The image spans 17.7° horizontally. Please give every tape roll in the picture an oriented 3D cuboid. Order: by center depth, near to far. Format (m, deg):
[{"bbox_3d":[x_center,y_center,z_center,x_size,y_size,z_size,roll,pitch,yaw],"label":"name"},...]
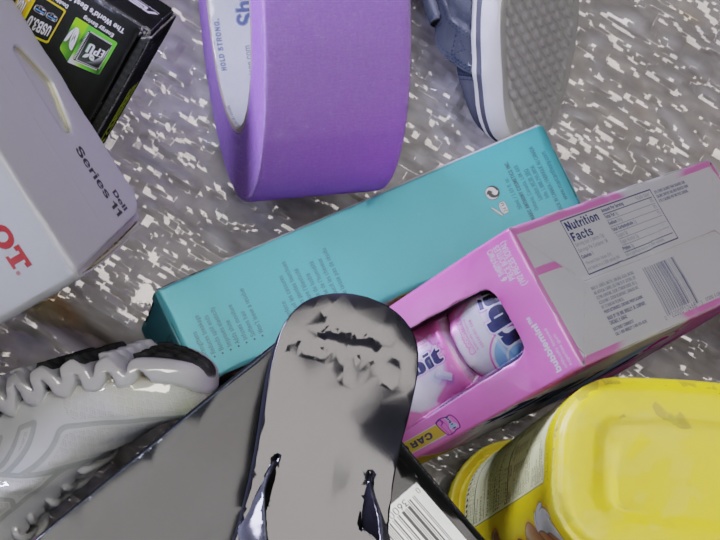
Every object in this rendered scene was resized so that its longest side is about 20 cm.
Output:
[{"bbox_3d":[-0.030,-0.133,1.050,0.066,0.200,0.200,-6,78,-11],"label":"tape roll"}]

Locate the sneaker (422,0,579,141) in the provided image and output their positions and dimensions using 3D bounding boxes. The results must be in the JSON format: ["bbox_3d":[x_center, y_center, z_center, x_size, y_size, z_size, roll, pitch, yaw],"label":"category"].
[{"bbox_3d":[0.059,-0.161,1.141,0.079,0.078,0.200,1,89,34],"label":"sneaker"}]

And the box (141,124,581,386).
[{"bbox_3d":[0.000,0.000,1.084,0.200,0.082,0.049,-24,82,-14],"label":"box"}]

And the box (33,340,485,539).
[{"bbox_3d":[-0.054,0.131,0.981,0.149,0.200,0.124,-39,86,-17],"label":"box"}]

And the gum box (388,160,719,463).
[{"bbox_3d":[0.085,0.020,1.025,0.200,0.113,0.066,-18,77,-54],"label":"gum box"}]

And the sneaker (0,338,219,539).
[{"bbox_3d":[-0.148,0.081,1.020,0.200,0.075,0.081,-16,88,21],"label":"sneaker"}]

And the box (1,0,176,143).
[{"bbox_3d":[-0.212,-0.086,1.031,0.200,0.048,0.193,33,113,-1],"label":"box"}]

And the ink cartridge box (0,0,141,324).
[{"bbox_3d":[-0.217,-0.026,0.985,0.200,0.083,0.147,-29,101,21],"label":"ink cartridge box"}]

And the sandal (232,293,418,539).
[{"bbox_3d":[-0.017,0.105,0.866,0.076,0.043,0.200,4,76,-9],"label":"sandal"}]

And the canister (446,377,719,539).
[{"bbox_3d":[0.126,0.106,1.018,0.148,0.200,0.087,6,75,-8],"label":"canister"}]
